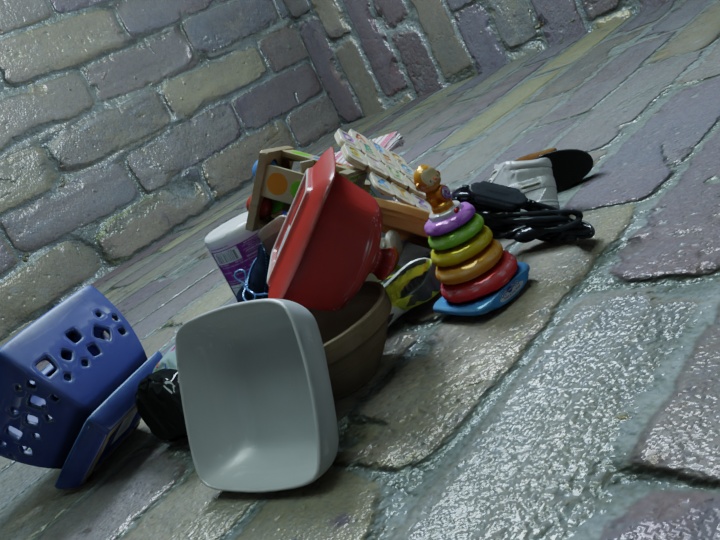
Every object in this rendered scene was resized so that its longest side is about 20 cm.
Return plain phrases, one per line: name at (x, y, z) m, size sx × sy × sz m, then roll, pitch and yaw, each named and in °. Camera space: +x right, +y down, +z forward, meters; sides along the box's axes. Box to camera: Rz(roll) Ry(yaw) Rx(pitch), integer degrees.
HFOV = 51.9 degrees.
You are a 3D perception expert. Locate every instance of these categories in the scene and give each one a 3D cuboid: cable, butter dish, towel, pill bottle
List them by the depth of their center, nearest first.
butter dish at (-0.025, -0.031, 0.936) m, size 0.200 × 0.147 × 0.200 m, roll -102°, pitch 36°, yaw -70°
cable at (0.216, -0.066, 1.010) m, size 0.199 × 0.051 × 0.163 m, roll 13°, pitch -10°, yaw 13°
pill bottle at (-0.167, 0.008, 1.242) m, size 0.112 × 0.200 × 0.112 m, roll -25°, pitch 17°, yaw 8°
towel at (-0.026, -0.192, 1.355) m, size 0.199 × 0.030 × 0.146 m, roll -14°, pitch 22°, yaw 29°

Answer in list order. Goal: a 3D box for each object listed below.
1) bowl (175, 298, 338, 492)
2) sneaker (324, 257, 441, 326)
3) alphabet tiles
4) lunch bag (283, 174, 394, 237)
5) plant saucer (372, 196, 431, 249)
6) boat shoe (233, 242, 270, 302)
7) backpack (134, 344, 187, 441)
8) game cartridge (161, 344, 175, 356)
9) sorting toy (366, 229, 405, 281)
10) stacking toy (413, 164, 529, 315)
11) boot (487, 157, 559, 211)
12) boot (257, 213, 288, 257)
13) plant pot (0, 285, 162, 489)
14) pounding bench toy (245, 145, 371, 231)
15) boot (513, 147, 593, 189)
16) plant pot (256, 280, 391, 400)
bowl at (-0.106, 0.134, 0.814) m, size 0.200 × 0.200 × 0.075 m, roll -15°, pitch -6°, yaw 37°
sneaker at (0.032, 0.050, 1.064) m, size 0.199 × 0.075 × 0.085 m, roll -26°, pitch -3°, yaw 5°
alphabet tiles at (0.050, -0.160, 1.188) m, size 0.015 × 0.200 × 0.196 m, roll -53°, pitch 31°, yaw 23°
lunch bag at (-0.037, -0.086, 1.381) m, size 0.200 × 0.170 × 0.124 m, roll -32°, pitch 15°, yaw -21°
plant saucer at (0.089, -0.067, 1.170) m, size 0.200 × 0.200 × 0.038 m, roll 14°, pitch 86°, yaw 67°
boat shoe at (-0.158, 0.047, 1.142) m, size 0.068 × 0.201 × 0.084 m, roll -3°, pitch 29°, yaw -19°
backpack at (-0.201, 0.139, 1.031) m, size 0.167 × 0.127 × 0.200 m, roll -13°, pitch 18°, yaw 49°
game cartridge at (-0.318, 0.174, 1.278) m, size 0.130 × 0.038 × 0.200 m, roll -41°, pitch 21°, yaw -28°
sorting toy at (0.000, 0.000, 1.207) m, size 0.199 × 0.107 × 0.180 m, roll -20°, pitch 11°, yaw 23°
stacking toy at (0.123, -0.048, 0.952) m, size 0.116 × 0.200 × 0.110 m, roll -37°, pitch 19°, yaw -29°
boot at (0.219, -0.121, 1.183) m, size 0.199 × 0.096 × 0.073 m, roll -9°, pitch -9°, yaw 35°
boot at (-0.094, -0.005, 1.068) m, size 0.200 × 0.146 × 0.070 m, roll -44°, pitch 3°, yaw 8°
plant pot at (-0.410, 0.177, 1.069) m, size 0.200 × 0.180 × 0.200 m, roll -55°, pitch -1°, yaw 33°
pounding bench toy at (-0.080, -0.123, 1.183) m, size 0.155 × 0.125 × 0.200 m, roll 17°, pitch 16°, yaw 11°
boot at (0.335, -0.184, 1.334) m, size 0.188 × 0.069 × 0.200 m, roll -27°, pitch 7°, yaw 30°
plant pot at (-0.041, 0.103, 0.946) m, size 0.200 × 0.093 × 0.201 m, roll -24°, pitch 16°, yaw 8°
